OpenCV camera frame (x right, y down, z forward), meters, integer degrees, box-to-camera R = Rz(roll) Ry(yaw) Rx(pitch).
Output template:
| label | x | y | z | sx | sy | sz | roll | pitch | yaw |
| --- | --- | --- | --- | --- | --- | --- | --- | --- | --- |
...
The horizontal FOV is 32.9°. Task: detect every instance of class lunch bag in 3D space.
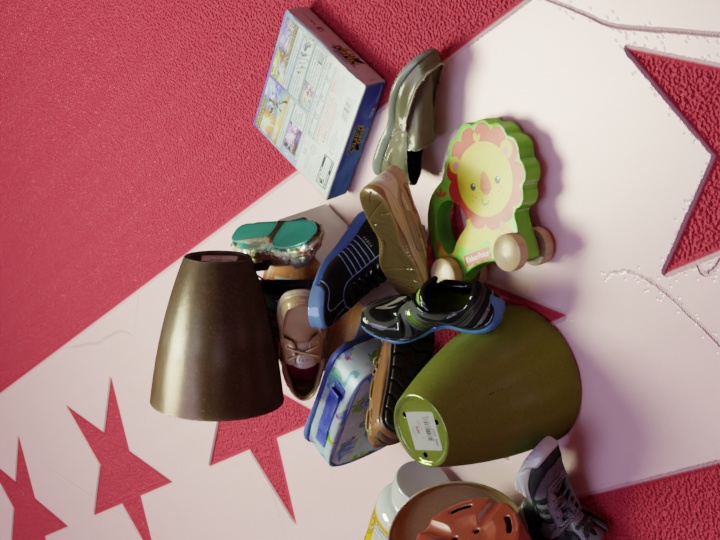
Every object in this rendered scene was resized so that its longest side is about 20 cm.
| label | x | y | z | sx | sy | sz | roll | pitch | yaw |
| --- | --- | --- | --- | --- | --- | --- | --- | --- | --- |
| lunch bag | 0.007 | 0.175 | 1.716 | 0.082 | 0.159 | 0.202 | 44 | 135 | 29 |

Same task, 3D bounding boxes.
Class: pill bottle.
| label | x | y | z | sx | sy | sz | roll | pitch | yaw |
| --- | --- | --- | --- | --- | --- | --- | --- | --- | --- |
| pill bottle | 0.067 | 0.376 | 1.767 | 0.113 | 0.112 | 0.202 | 41 | 133 | 31 |

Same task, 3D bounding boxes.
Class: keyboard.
| label | x | y | z | sx | sy | sz | roll | pitch | yaw |
| --- | --- | --- | --- | --- | --- | --- | --- | --- | --- |
| keyboard | -0.121 | 0.022 | 1.718 | 0.199 | 0.021 | 0.127 | -1 | 142 | 50 |

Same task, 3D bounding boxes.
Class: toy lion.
| label | x | y | z | sx | sy | sz | roll | pitch | yaw |
| --- | --- | --- | --- | --- | --- | --- | --- | --- | --- |
| toy lion | 0.151 | -0.086 | 1.524 | 0.199 | 0.068 | 0.195 | -23 | 81 | 52 |

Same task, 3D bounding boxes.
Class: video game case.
| label | x | y | z | sx | sy | sz | roll | pitch | yaw |
| --- | --- | --- | --- | --- | --- | --- | --- | --- | --- |
| video game case | -0.061 | -0.235 | 1.717 | 0.181 | 0.045 | 0.202 | 46 | 135 | 26 |

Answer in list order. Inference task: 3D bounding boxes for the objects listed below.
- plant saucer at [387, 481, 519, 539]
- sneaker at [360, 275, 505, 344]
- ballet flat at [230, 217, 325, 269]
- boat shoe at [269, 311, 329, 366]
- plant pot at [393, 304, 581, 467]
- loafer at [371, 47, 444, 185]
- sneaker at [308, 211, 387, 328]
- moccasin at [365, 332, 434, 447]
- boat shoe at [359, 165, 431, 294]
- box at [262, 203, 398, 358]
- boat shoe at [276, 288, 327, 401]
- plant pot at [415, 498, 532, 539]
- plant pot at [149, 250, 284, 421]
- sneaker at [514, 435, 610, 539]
| label | x | y | z | sx | sy | sz | roll | pitch | yaw |
| --- | --- | --- | --- | --- | --- | --- | --- | --- | --- |
| plant saucer | 0.136 | 0.366 | 1.671 | 0.197 | 0.036 | 0.203 | 1 | 113 | 3 |
| sneaker | 0.084 | 0.042 | 1.527 | 0.197 | 0.072 | 0.083 | -8 | 140 | 35 |
| ballet flat | -0.104 | -0.034 | 1.695 | 0.199 | 0.076 | 0.064 | 6 | 139 | 52 |
| boat shoe | -0.091 | 0.124 | 1.801 | 0.076 | 0.198 | 0.073 | -6 | 60 | 66 |
| plant pot | 0.141 | 0.162 | 1.517 | 0.186 | 0.198 | 0.190 | 22 | 121 | 41 |
| loafer | 0.075 | -0.192 | 1.565 | 0.069 | 0.075 | 0.202 | 35 | 135 | 20 |
| sneaker | 0.000 | 0.000 | 1.632 | 0.077 | 0.201 | 0.071 | 11 | 144 | 26 |
| moccasin | 0.049 | 0.136 | 1.595 | 0.078 | 0.073 | 0.204 | -38 | 37 | 53 |
| boat shoe | 0.059 | -0.042 | 1.581 | 0.071 | 0.065 | 0.202 | 12 | 137 | 41 |
| box | -0.038 | 0.022 | 1.756 | 0.200 | 0.097 | 0.125 | 45 | 135 | 29 |
| boat shoe | -0.076 | 0.106 | 1.671 | 0.201 | 0.072 | 0.070 | 87 | 178 | -51 |
| plant pot | 0.166 | 0.412 | 1.551 | 0.199 | 0.201 | 0.197 | 6 | 131 | 48 |
| plant pot | -0.194 | 0.080 | 1.660 | 0.186 | 0.185 | 0.203 | 14 | 106 | 46 |
| sneaker | 0.256 | 0.292 | 1.522 | 0.113 | 0.075 | 0.202 | 33 | 149 | 29 |
